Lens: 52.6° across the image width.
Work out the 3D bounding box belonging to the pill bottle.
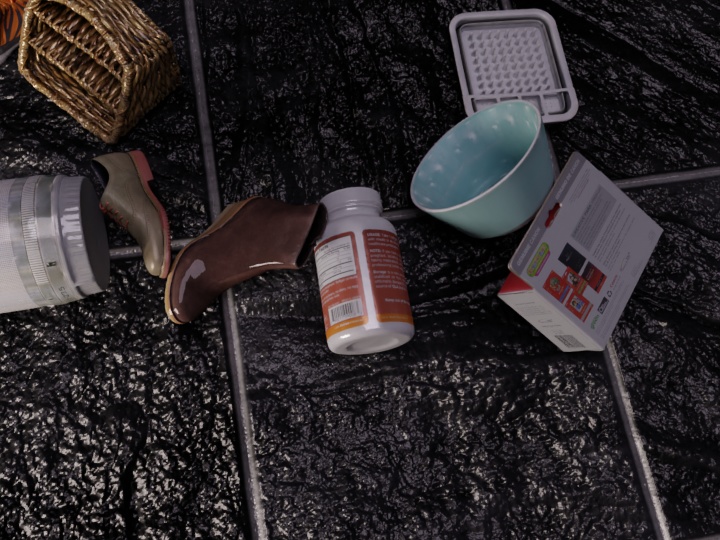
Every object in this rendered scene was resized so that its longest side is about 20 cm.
[{"bbox_3d":[0.000,0.000,0.943,0.112,0.112,0.200,-6,71,-7],"label":"pill bottle"}]

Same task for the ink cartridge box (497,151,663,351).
[{"bbox_3d":[0.277,-0.025,0.964,0.176,0.084,0.200,39,70,-14],"label":"ink cartridge box"}]

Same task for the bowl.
[{"bbox_3d":[0.177,-0.120,0.976,0.105,0.201,0.201,46,69,-29],"label":"bowl"}]

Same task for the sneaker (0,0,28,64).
[{"bbox_3d":[-0.501,-0.375,1.027,0.077,0.112,0.200,32,71,6],"label":"sneaker"}]

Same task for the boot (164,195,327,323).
[{"bbox_3d":[-0.146,-0.014,0.918,0.166,0.072,0.200,6,57,37],"label":"boot"}]

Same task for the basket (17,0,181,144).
[{"bbox_3d":[-0.370,-0.300,0.997,0.200,0.143,0.149,40,71,9],"label":"basket"}]

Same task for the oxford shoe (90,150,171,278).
[{"bbox_3d":[-0.300,-0.071,0.950,0.075,0.070,0.200,-8,56,-33],"label":"oxford shoe"}]

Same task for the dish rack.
[{"bbox_3d":[0.226,-0.300,1.104,0.171,0.044,0.200,-6,72,-6],"label":"dish rack"}]

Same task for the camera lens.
[{"bbox_3d":[-0.425,-0.030,0.890,0.200,0.160,0.160,-9,72,-8],"label":"camera lens"}]
